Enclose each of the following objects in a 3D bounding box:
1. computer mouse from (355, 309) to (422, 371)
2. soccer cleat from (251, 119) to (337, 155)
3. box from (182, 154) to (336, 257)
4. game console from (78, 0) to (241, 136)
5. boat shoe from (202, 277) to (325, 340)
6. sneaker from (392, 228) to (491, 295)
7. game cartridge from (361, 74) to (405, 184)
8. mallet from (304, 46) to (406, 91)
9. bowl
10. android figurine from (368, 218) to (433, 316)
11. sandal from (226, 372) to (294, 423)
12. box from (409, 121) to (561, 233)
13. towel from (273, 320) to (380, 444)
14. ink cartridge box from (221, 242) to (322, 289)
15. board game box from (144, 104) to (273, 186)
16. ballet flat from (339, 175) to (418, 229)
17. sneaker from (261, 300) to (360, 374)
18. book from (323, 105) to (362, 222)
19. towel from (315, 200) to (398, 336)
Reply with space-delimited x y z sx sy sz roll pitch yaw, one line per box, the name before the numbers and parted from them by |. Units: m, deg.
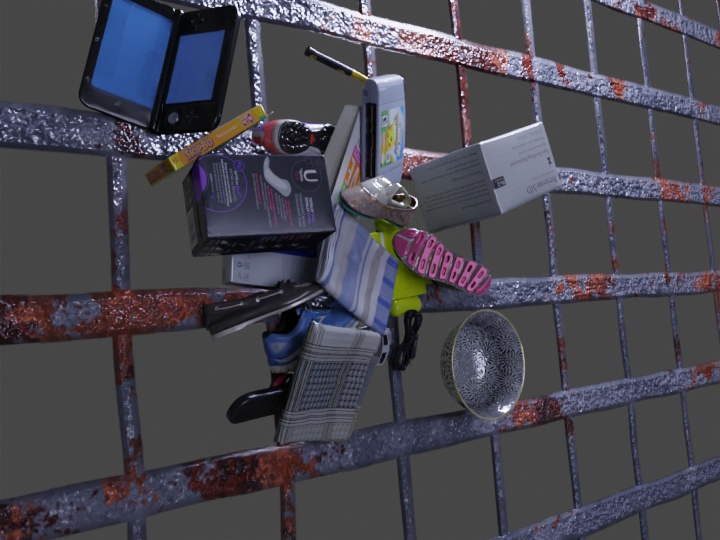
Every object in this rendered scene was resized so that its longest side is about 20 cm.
computer mouse | 0.020 0.127 1.262 0.197 0.044 0.112 -1 109 -37
soccer cleat | -0.095 -0.216 1.219 0.199 0.072 0.070 -2 101 -56
box | -0.151 -0.096 1.079 0.197 0.106 0.125 -4 78 -27
game console | -0.285 -0.312 1.053 0.116 0.173 0.204 34 61 -61
boat shoe | -0.145 0.043 1.109 0.197 0.067 0.058 -23 91 -16
sneaker | 0.138 -0.012 1.324 0.197 0.087 0.075 25 83 -14
game cartridge | 0.041 -0.237 1.280 0.133 0.040 0.204 -42 135 -62
mallet | -0.006 -0.355 1.305 0.198 0.065 0.042 22 67 -33
bowl | 0.212 0.178 1.379 0.198 0.093 0.205 7 79 -38
android figurine | 0.059 -0.010 1.323 0.198 0.041 0.186 -6 87 -40
sandal | -0.128 0.188 1.129 0.198 0.076 0.045 -2 41 -47
box | 0.235 -0.174 1.382 0.197 0.198 0.133 -24 97 -38
towel | -0.042 0.182 1.146 0.199 0.034 0.196 16 92 -56
ink cartridge box | -0.128 -0.018 1.177 0.197 0.039 0.102 8 77 -35
board game box | -0.223 -0.191 1.091 0.199 0.095 0.030 -38 104 -35
ballet flat | 0.036 -0.121 1.213 0.068 0.068 0.199 48 19 24
sneaker | -0.076 0.082 1.178 0.199 0.078 0.090 -33 106 -36
book | -0.023 -0.160 1.251 0.134 0.047 0.203 53 50 -56
towel | 0.000 0.000 1.189 0.200 0.023 0.149 43 50 -44
